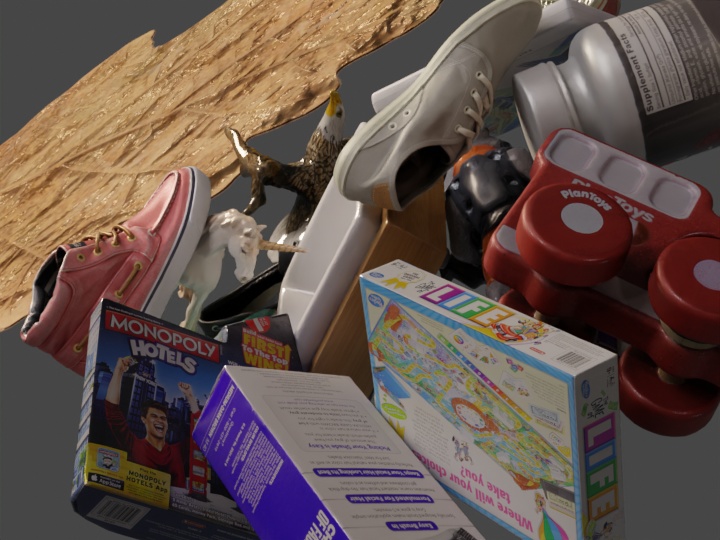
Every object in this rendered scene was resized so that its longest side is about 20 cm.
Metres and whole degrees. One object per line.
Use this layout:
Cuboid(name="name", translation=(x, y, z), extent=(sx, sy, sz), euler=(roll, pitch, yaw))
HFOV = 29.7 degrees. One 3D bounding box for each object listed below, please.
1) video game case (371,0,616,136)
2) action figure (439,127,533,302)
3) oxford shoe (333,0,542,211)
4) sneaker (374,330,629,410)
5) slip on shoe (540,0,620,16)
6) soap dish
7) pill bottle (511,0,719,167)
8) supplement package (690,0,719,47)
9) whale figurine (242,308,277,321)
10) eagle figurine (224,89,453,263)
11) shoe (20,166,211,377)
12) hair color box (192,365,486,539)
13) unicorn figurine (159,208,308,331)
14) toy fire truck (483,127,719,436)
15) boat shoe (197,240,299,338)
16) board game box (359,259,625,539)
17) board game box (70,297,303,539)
Cuboid(name="video game case", translation=(0.135, -0.158, 1.102), extent=(0.182, 0.200, 0.022), euler=(-22, 78, 32))
Cuboid(name="action figure", translation=(0.136, -0.055, 1.021), extent=(0.200, 0.105, 0.194), euler=(-40, 37, 6))
Cuboid(name="oxford shoe", translation=(0.066, -0.114, 0.951), extent=(0.058, 0.075, 0.200), euler=(36, 75, 29))
Cuboid(name="sneaker", translation=(0.090, 0.078, 0.921), extent=(0.200, 0.081, 0.084), euler=(-25, 45, 35))
Cuboid(name="slip on shoe", translation=(0.157, -0.199, 1.241), extent=(0.200, 0.061, 0.074), euler=(-40, 58, 28))
Cuboid(name="soap dish", translation=(0.000, 0.000, 1.058), extent=(0.158, 0.081, 0.200), euler=(-88, 20, -54))
Cuboid(name="pill bottle", translation=(0.213, -0.131, 0.956), extent=(0.199, 0.111, 0.111), euler=(-18, 31, 2))
Cuboid(name="supplement package", translation=(0.310, -0.146, 0.820), extent=(0.121, 0.200, 0.120), euler=(-4, 46, 48))
Cuboid(name="whale figurine", translation=(-0.128, 0.100, 1.112), extent=(0.159, 0.104, 0.200), euler=(-58, 5, 38))
Cuboid(name="eagle figurine", translation=(-0.010, -0.102, 1.260), extent=(0.151, 0.199, 0.152), euler=(120, 141, -60))
Cuboid(name="shoe", translation=(-0.194, -0.012, 1.084), extent=(0.071, 0.091, 0.200), euler=(-10, 53, 55))
Cuboid(name="hair color box", translation=(-0.011, 0.143, 0.845), extent=(0.200, 0.109, 0.065), euler=(46, 118, 44))
Cuboid(name="unicorn figurine", translation=(-0.135, 0.001, 1.145), extent=(0.138, 0.074, 0.200), euler=(-63, 26, 8))
Cuboid(name="toy fire truck", translation=(0.181, -0.006, 0.838), extent=(0.200, 0.112, 0.168), euler=(24, 48, 15))
Cuboid(name="boat shoe", translation=(-0.062, 0.010, 1.209), extent=(0.199, 0.066, 0.075), euler=(-31, 30, 19))
Cuboid(name="board game box", translation=(0.077, 0.084, 0.833), extent=(0.034, 0.135, 0.200), euler=(-22, 28, -30))
Cuboid(name="board game box", translation=(-0.107, 0.105, 0.949), extent=(0.062, 0.200, 0.200), euler=(-45, 34, 36))
